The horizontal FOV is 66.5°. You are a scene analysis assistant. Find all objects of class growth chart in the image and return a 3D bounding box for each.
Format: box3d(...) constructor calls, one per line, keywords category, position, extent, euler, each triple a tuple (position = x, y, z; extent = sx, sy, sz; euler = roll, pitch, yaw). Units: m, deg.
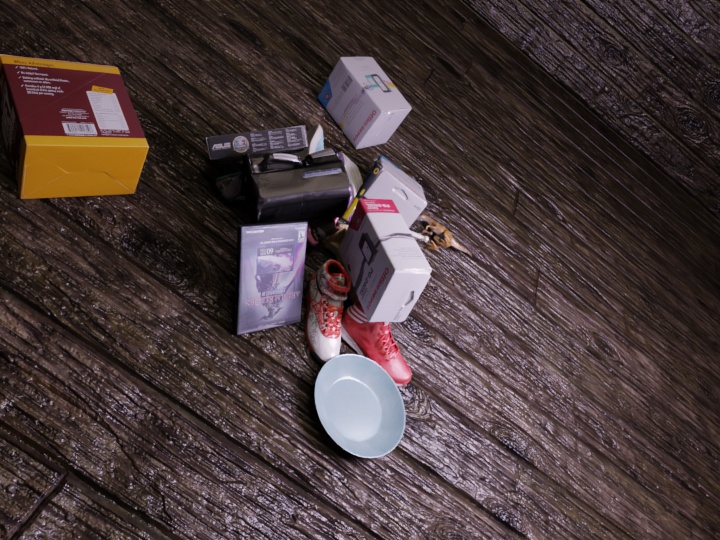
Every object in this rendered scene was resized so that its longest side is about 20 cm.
box3d(category="growth chart", position=(0.075, -0.101, 1.302), extent=(0.143, 0.018, 0.200), euler=(19, 4, -17))

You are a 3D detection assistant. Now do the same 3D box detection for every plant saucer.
box3d(category="plant saucer", position=(-0.006, 0.258, 1.040), extent=(0.199, 0.039, 0.203), euler=(20, 48, -24))

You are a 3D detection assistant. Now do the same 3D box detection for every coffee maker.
box3d(category="coffee maker", position=(-0.126, -0.145, 1.109), extent=(0.197, 0.134, 0.195), euler=(-9, 91, -20))

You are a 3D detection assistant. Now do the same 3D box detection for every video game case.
box3d(category="video game case", position=(-0.166, 0.012, 1.021), extent=(0.141, 0.203, 0.019), euler=(-9, 21, -40))

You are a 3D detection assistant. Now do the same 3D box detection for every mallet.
box3d(category="mallet", position=(-0.001, -0.155, 1.256), extent=(0.066, 0.200, 0.041), euler=(37, 27, -14))

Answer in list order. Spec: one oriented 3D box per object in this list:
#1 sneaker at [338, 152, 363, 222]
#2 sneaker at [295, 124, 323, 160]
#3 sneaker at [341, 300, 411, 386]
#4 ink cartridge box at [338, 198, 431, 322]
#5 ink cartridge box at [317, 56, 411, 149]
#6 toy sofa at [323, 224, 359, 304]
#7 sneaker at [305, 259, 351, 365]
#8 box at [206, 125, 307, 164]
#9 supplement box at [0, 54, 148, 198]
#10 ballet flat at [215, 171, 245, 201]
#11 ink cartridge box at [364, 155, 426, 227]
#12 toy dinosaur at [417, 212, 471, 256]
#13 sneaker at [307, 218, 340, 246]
box3d(category="sneaker", position=(-0.020, -0.198, 1.363), extent=(0.099, 0.074, 0.203), euler=(22, 52, -45))
box3d(category="sneaker", position=(-0.116, -0.285, 1.375), extent=(0.082, 0.073, 0.202), euler=(46, 36, -32))
box3d(category="sneaker", position=(0.045, 0.143, 1.112), extent=(0.199, 0.116, 0.079), euler=(41, 42, -2))
box3d(category="ink cartridge box", position=(0.041, -0.020, 1.070), extent=(0.082, 0.146, 0.201), euler=(0, 45, -27))
box3d(category="ink cartridge box", position=(0.010, -0.474, 1.550), extent=(0.145, 0.147, 0.201), euler=(-24, 74, -46))
box3d(category="toy sofa", position=(0.000, 0.000, 1.216), extent=(0.096, 0.083, 0.202), euler=(1, 57, -35))
box3d(category="sneaker", position=(-0.061, 0.077, 1.089), extent=(0.066, 0.108, 0.204), euler=(12, 51, -29))
box3d(category="box", position=(-0.217, -0.263, 1.156), extent=(0.197, 0.160, 0.045), euler=(-10, 98, -10))
box3d(category="supplement box", position=(-0.520, -0.254, 0.985), extent=(0.195, 0.133, 0.202), euler=(-10, 64, -41))
box3d(category="ballet flat", position=(-0.235, -0.198, 1.218), extent=(0.072, 0.072, 0.200), euler=(48, 43, 6))
box3d(category="ink cartridge box", position=(0.084, -0.201, 1.381), extent=(0.144, 0.085, 0.200), euler=(36, 17, -10))
box3d(category="toy dinosaur", position=(0.231, -0.089, 1.478), extent=(0.199, 0.060, 0.107), euler=(40, 41, -4))
box3d(category="sneaker", position=(-0.079, -0.142, 1.239), extent=(0.079, 0.094, 0.202), euler=(52, 25, -40))
